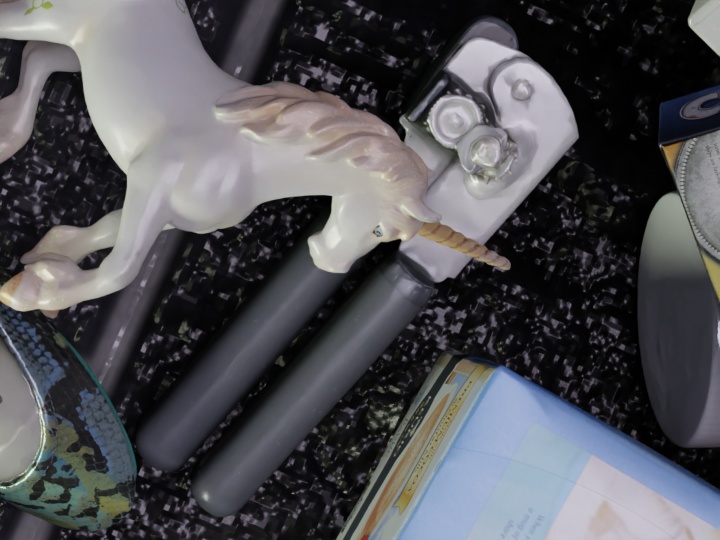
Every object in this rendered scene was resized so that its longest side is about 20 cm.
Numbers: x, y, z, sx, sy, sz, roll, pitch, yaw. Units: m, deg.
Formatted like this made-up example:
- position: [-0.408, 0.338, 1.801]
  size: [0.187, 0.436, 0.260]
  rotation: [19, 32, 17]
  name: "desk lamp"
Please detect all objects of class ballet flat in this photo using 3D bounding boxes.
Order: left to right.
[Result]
- position: [-0.153, 0.017, 0.863]
  size: [0.074, 0.074, 0.200]
  rotation: [-38, 94, -7]
  name: "ballet flat"

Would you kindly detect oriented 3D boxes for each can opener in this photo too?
- position: [0.000, 0.000, 0.904]
  size: [0.053, 0.066, 0.200]
  rotation: [40, 94, -9]
  name: "can opener"

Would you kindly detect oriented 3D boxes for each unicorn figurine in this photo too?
- position: [-0.066, -0.045, 0.846]
  size: [0.137, 0.074, 0.200]
  rotation: [-35, 86, 10]
  name: "unicorn figurine"

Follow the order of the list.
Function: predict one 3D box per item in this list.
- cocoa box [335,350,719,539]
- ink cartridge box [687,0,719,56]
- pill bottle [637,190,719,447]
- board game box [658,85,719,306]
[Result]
- position: [0.044, 0.145, 0.873]
  size: [0.133, 0.131, 0.200]
  rotation: [30, 88, -4]
  name: "cocoa box"
- position: [0.194, -0.111, 0.894]
  size: [0.116, 0.200, 0.067]
  rotation: [43, 126, -10]
  name: "ink cartridge box"
- position: [0.207, 0.015, 0.914]
  size: [0.199, 0.110, 0.110]
  rotation: [-2, 94, -11]
  name: "pill bottle"
- position: [0.191, 0.019, 0.821]
  size: [0.135, 0.035, 0.200]
  rotation: [-17, 114, 15]
  name: "board game box"
